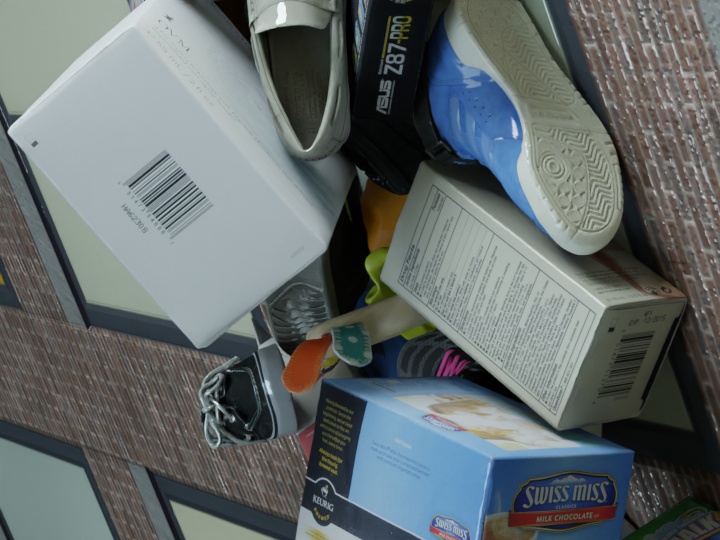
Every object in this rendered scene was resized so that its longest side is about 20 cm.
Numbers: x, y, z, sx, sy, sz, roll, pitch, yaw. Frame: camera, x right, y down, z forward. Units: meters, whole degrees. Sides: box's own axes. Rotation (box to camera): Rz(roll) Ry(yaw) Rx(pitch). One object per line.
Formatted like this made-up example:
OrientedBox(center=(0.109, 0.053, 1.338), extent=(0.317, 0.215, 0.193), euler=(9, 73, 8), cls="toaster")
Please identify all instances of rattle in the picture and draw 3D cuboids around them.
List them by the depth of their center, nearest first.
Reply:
OrientedBox(center=(0.000, 0.000, 1.760), extent=(0.130, 0.200, 0.143), euler=(0, 101, 45), cls="rattle")

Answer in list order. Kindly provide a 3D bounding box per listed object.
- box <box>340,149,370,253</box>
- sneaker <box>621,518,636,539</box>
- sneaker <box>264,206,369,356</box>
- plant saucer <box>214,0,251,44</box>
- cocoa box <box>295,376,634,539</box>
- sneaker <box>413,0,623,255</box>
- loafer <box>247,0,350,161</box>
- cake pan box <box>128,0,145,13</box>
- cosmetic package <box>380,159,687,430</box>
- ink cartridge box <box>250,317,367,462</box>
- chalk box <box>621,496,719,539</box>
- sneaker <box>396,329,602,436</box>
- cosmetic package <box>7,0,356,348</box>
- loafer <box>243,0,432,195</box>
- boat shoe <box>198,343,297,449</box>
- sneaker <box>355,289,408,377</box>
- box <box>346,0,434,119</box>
OrientedBox(center=(-0.078, -0.103, 1.986), extent=(0.200, 0.047, 0.193), euler=(23, 132, 53), cls="box")
OrientedBox(center=(0.166, 0.223, 1.837), extent=(0.200, 0.073, 0.112), euler=(59, 160, 25), cls="sneaker")
OrientedBox(center=(-0.040, -0.040, 1.857), extent=(0.075, 0.106, 0.200), euler=(5, 120, 17), cls="sneaker")
OrientedBox(center=(-0.053, -0.190, 1.805), extent=(0.200, 0.037, 0.200), euler=(25, 126, 41), cls="plant saucer")
OrientedBox(center=(0.069, 0.159, 1.641), extent=(0.200, 0.133, 0.131), euler=(21, 106, 51), cls="cocoa box")
OrientedBox(center=(0.101, -0.086, 1.619), extent=(0.200, 0.077, 0.111), euler=(61, 150, 12), cls="sneaker")
OrientedBox(center=(-0.041, -0.173, 1.598), extent=(0.070, 0.070, 0.200), euler=(-55, -45, -81), cls="loafer")
OrientedBox(center=(-0.147, -0.198, 1.871), extent=(0.200, 0.052, 0.184), euler=(105, 152, -68), cls="cake pan box")
OrientedBox(center=(0.117, 0.012, 1.648), extent=(0.200, 0.087, 0.103), euler=(42, 124, 37), cls="cosmetic package")
OrientedBox(center=(-0.015, 0.112, 1.977), extent=(0.117, 0.067, 0.200), euler=(51, -172, -41), cls="ink cartridge box")
OrientedBox(center=(0.233, 0.251, 1.665), extent=(0.200, 0.124, 0.125), euler=(26, 139, 53), cls="chalk box")
OrientedBox(center=(0.088, 0.089, 1.792), extent=(0.200, 0.087, 0.074), euler=(28, 98, 44), cls="sneaker")
OrientedBox(center=(-0.117, -0.083, 1.667), extent=(0.199, 0.123, 0.200), euler=(49, -165, -10), cls="cosmetic package")
OrientedBox(center=(-0.009, -0.139, 1.719), extent=(0.201, 0.070, 0.068), euler=(47, 170, -31), cls="loafer")
OrientedBox(center=(-0.096, 0.106, 1.913), extent=(0.199, 0.068, 0.074), euler=(147, 110, -77), cls="boat shoe")
OrientedBox(center=(0.039, 0.068, 1.940), extent=(0.066, 0.078, 0.200), euler=(35, -161, -46), cls="sneaker")
OrientedBox(center=(0.017, -0.225, 1.601), extent=(0.200, 0.049, 0.161), euler=(100, 167, -54), cls="box")
